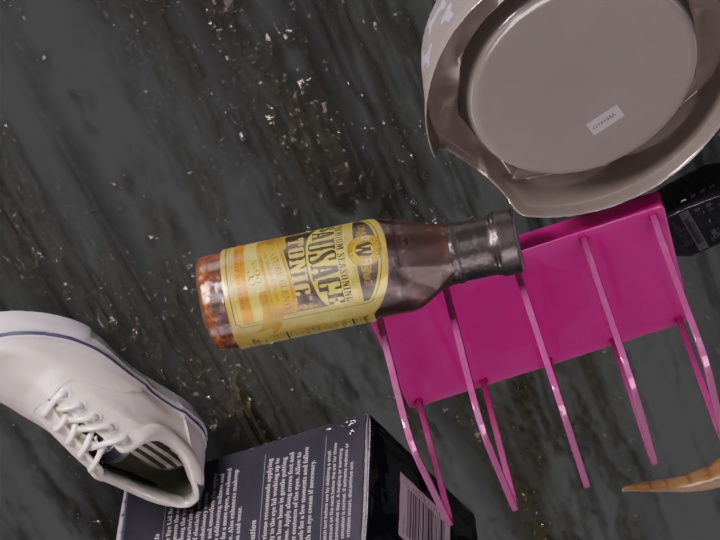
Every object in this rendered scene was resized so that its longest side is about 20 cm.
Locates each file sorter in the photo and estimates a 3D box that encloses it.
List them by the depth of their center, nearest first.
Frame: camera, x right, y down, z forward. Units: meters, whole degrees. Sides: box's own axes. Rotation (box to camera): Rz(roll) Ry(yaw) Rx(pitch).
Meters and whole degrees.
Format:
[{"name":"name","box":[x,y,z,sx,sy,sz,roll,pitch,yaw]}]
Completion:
[{"name":"file sorter","box":[0.121,0.065,1.460,0.200,0.126,0.139,-18,145,5]}]

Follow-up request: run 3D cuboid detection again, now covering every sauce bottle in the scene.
[{"name":"sauce bottle","box":[0.000,0.000,1.413,0.200,0.066,0.066,-14,134,4]}]

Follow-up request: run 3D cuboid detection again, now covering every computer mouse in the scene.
[{"name":"computer mouse","box":[0.170,-0.022,1.496,0.200,0.034,0.059,-22,145,10]}]

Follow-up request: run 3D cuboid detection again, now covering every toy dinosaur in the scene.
[{"name":"toy dinosaur","box":[0.295,0.131,1.664,0.200,0.060,0.106,-35,108,7]}]

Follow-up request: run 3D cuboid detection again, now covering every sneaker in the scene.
[{"name":"sneaker","box":[-0.168,0.089,1.448,0.200,0.071,0.073,29,116,-36]}]

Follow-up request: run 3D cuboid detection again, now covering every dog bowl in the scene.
[{"name":"dog bowl","box":[0.127,-0.126,1.364,0.200,0.059,0.200,-9,133,-10]}]

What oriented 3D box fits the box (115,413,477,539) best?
[{"name":"box","box":[-0.043,0.195,1.524,0.200,0.104,0.148,-20,137,26]}]
